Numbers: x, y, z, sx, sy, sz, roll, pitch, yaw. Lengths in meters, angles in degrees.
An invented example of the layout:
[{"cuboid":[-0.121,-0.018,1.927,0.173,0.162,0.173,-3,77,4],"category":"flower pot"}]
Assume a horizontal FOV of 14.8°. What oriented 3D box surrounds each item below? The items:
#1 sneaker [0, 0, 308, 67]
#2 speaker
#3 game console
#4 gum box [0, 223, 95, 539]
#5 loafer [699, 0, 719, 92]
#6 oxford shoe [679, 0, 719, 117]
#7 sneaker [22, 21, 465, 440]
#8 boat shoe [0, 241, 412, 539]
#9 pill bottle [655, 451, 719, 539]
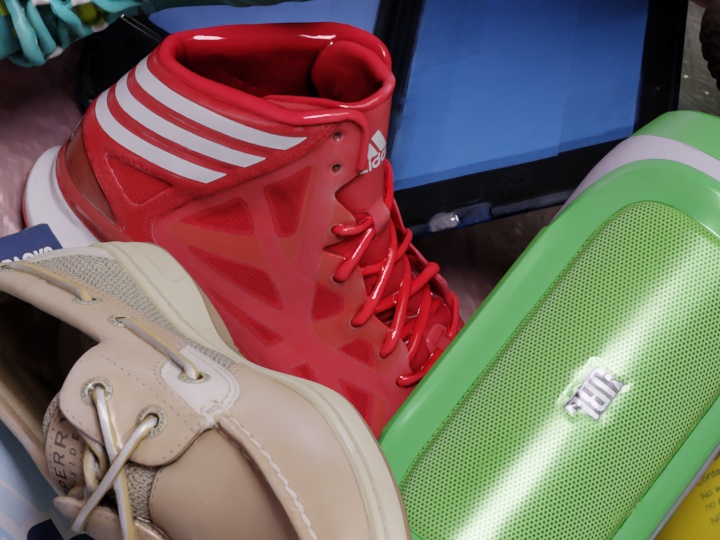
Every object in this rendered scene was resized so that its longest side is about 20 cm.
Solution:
[{"cuboid":[-0.083,-0.092,0.845,0.078,0.199,0.080,62,38,-38],"category":"sneaker"},{"cuboid":[0.063,0.047,0.848,0.088,0.088,0.200,41,73,-6],"category":"speaker"},{"cuboid":[0.015,-0.110,0.979,0.170,0.118,0.200,31,41,-18],"category":"game console"},{"cuboid":[-0.103,0.095,0.759,0.170,0.045,0.200,-20,73,-49],"category":"gum box"},{"cuboid":[0.193,-0.023,0.980,0.200,0.068,0.076,58,-3,-23],"category":"loafer"},{"cuboid":[0.152,-0.042,1.097,0.075,0.058,0.200,-17,54,-42],"category":"oxford shoe"},{"cuboid":[0.000,0.000,0.873,0.200,0.116,0.079,31,42,-16],"category":"sneaker"},{"cuboid":[-0.051,0.049,0.714,0.065,0.072,0.200,1,25,-30],"category":"boat shoe"},{"cuboid":[0.134,0.064,0.941,0.112,0.112,0.201,5,54,-39],"category":"pill bottle"}]
